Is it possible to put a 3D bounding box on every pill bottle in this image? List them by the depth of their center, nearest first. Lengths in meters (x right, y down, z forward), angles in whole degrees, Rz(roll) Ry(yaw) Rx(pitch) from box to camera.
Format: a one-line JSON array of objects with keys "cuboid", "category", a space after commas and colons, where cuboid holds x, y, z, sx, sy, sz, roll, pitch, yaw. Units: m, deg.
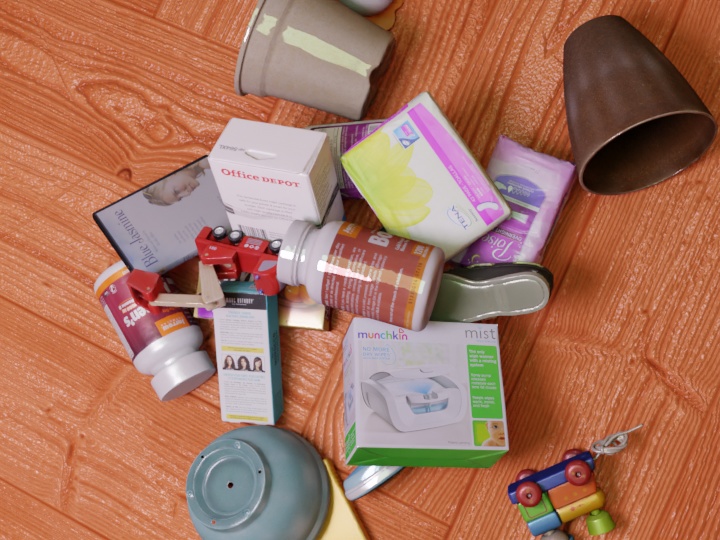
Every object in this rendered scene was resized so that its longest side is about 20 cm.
[{"cuboid": [0.000, 0.000, 1.296, 0.199, 0.112, 0.113, 16, 87, 10], "category": "pill bottle"}, {"cuboid": [-0.029, -0.155, 1.449, 0.199, 0.112, 0.113, -4, 83, 12], "category": "pill bottle"}, {"cuboid": [-0.299, 0.083, 1.481, 0.109, 0.110, 0.200, -34, 78, 7], "category": "pill bottle"}]

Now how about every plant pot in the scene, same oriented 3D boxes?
[{"cuboid": [0.348, -0.235, 1.354, 0.186, 0.187, 0.201, -21, 65, 9], "category": "plant pot"}, {"cuboid": [-0.157, 0.301, 1.388, 0.199, 0.134, 0.201, -7, 67, 18], "category": "plant pot"}, {"cuboid": [-0.056, -0.309, 1.446, 0.183, 0.200, 0.201, 24, 89, 2], "category": "plant pot"}]

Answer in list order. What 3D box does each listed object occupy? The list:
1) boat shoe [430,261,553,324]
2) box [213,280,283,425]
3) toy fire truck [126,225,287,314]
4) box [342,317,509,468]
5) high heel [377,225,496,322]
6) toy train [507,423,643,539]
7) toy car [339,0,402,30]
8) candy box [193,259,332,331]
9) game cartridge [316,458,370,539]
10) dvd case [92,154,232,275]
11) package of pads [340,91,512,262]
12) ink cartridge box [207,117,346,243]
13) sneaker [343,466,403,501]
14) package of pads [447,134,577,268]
[{"cuboid": [0.157, 0.027, 1.347, 0.200, 0.061, 0.072, -3, 110, 23], "category": "boat shoe"}, {"cuboid": [-0.159, 0.117, 1.439, 0.082, 0.049, 0.201, 3, 108, 13], "category": "box"}, {"cuboid": [-0.200, 0.008, 1.378, 0.199, 0.049, 0.141, 14, 52, 19], "category": "toy fire truck"}, {"cuboid": [0.081, 0.162, 1.327, 0.199, 0.097, 0.177, 4, 65, -10], "category": "box"}, {"cuboid": [0.104, 0.001, 1.418, 0.199, 0.071, 0.143, 2, 91, 22], "category": "high heel"}, {"cuboid": [0.307, 0.297, 1.342, 0.199, 0.085, 0.116, -25, 89, 8], "category": "toy train"}, {"cuboid": [0.015, -0.452, 1.473, 0.176, 0.184, 0.201, -33, 118, -13], "category": "toy car"}, {"cuboid": [-0.138, 0.022, 1.480, 0.199, 0.056, 0.117, 6, 85, 12], "category": "candy box"}, {"cuboid": [-0.075, 0.396, 1.438, 0.176, 0.032, 0.201, -30, 76, 8], "category": "game cartridge"}, {"cuboid": [-0.273, -0.078, 1.484, 0.200, 0.018, 0.143, -31, 65, -20], "category": "dvd case"}, {"cuboid": [0.084, -0.112, 1.344, 0.154, 0.068, 0.200, -36, 94, 12], "category": "package of pads"}, {"cuboid": [-0.107, -0.101, 1.377, 0.145, 0.200, 0.085, 11, 53, 17], "category": "ink cartridge box"}, {"cuboid": [0.030, 0.216, 1.411, 0.200, 0.080, 0.131, -40, 79, -5], "category": "sneaker"}, {"cuboid": [0.212, -0.076, 1.405, 0.120, 0.076, 0.201, 23, 89, 17], "category": "package of pads"}]
